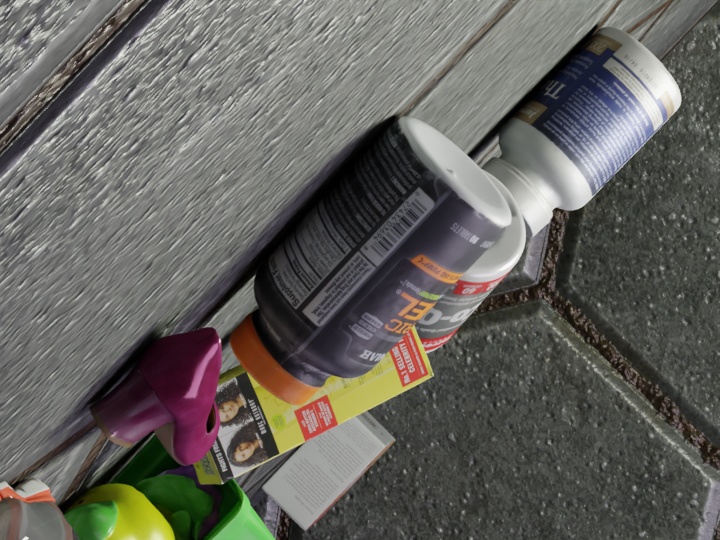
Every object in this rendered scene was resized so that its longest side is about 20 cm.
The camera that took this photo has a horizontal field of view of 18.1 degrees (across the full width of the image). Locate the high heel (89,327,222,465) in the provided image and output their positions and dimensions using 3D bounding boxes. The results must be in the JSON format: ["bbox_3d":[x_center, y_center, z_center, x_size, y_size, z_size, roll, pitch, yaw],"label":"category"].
[{"bbox_3d":[-0.106,0.074,1.485,0.096,0.067,0.200,-36,163,8],"label":"high heel"}]

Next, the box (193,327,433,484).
[{"bbox_3d":[-0.045,0.091,1.738,0.200,0.075,0.050,-25,-172,-26],"label":"box"}]

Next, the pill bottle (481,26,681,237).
[{"bbox_3d":[0.204,-0.130,2.171,0.200,0.111,0.111,-45,175,-9],"label":"pill bottle"}]

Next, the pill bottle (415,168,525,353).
[{"bbox_3d":[0.051,0.003,1.945,0.114,0.114,0.200,-42,174,-38],"label":"pill bottle"}]

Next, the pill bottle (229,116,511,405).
[{"bbox_3d":[0.000,0.000,1.531,0.200,0.106,0.106,-47,175,16],"label":"pill bottle"}]

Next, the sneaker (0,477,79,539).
[{"bbox_3d":[-0.208,0.179,1.373,0.077,0.082,0.200,-47,175,12],"label":"sneaker"}]

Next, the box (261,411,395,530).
[{"bbox_3d":[-0.052,0.327,3.823,0.200,0.106,0.152,-47,175,6],"label":"box"}]

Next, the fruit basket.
[{"bbox_3d":[-0.186,0.217,1.776,0.215,0.156,0.216,-16,127,-22],"label":"fruit basket"}]
